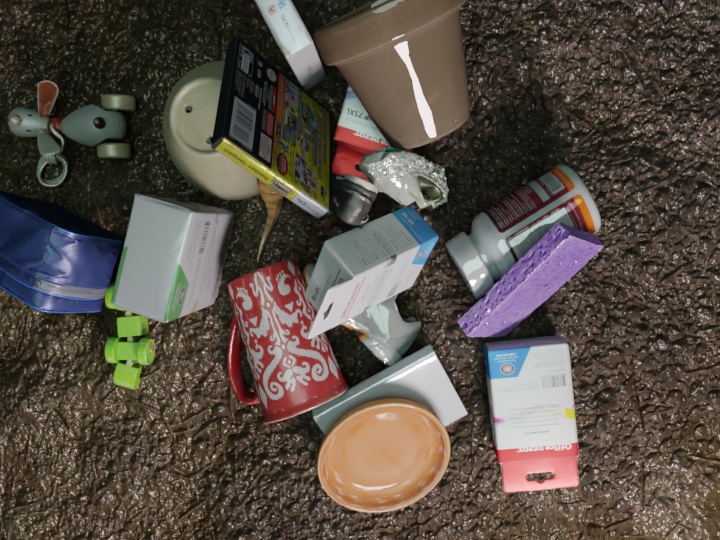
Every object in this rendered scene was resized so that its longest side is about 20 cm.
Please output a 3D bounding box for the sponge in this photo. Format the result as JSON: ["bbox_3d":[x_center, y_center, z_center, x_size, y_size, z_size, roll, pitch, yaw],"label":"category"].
[{"bbox_3d":[0.230,0.019,0.932,0.201,0.110,0.030,-50,56,29],"label":"sponge"}]

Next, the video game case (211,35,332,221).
[{"bbox_3d":[-0.108,-0.187,0.902,0.025,0.203,0.179,-31,133,32],"label":"video game case"}]

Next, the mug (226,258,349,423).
[{"bbox_3d":[-0.130,0.105,0.987,0.174,0.133,0.204,-20,89,3],"label":"mug"}]

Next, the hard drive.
[{"bbox_3d":[0.045,0.207,1.006,0.197,0.026,0.133,-29,118,4],"label":"hard drive"}]

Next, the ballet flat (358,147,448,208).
[{"bbox_3d":[0.071,-0.119,0.924,0.070,0.198,0.074,1,91,32],"label":"ballet flat"}]

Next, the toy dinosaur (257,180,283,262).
[{"bbox_3d":[-0.122,-0.115,0.993,0.105,0.202,0.061,-27,58,-23],"label":"toy dinosaur"}]

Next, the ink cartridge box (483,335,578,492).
[{"bbox_3d":[0.246,0.205,0.990,0.113,0.067,0.205,-6,93,5],"label":"ink cartridge box"}]

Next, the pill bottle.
[{"bbox_3d":[0.224,-0.052,0.961,0.198,0.110,0.111,-31,91,4],"label":"pill bottle"}]

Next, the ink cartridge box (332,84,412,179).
[{"bbox_3d":[0.032,-0.226,0.984,0.114,0.067,0.205,16,94,1],"label":"ink cartridge box"}]

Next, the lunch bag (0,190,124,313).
[{"bbox_3d":[-0.456,-0.019,0.981,0.197,0.135,0.135,24,94,25],"label":"lunch bag"}]

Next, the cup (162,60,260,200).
[{"bbox_3d":[-0.198,-0.204,0.963,0.195,0.143,0.206,0,94,4],"label":"cup"}]

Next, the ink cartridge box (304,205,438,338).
[{"bbox_3d":[0.000,0.000,0.920,0.198,0.117,0.067,-25,64,-35],"label":"ink cartridge box"}]

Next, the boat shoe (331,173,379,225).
[{"bbox_3d":[-0.015,-0.091,0.928,0.066,0.200,0.058,26,91,-4],"label":"boat shoe"}]

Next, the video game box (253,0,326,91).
[{"bbox_3d":[-0.113,-0.350,0.920,0.046,0.200,0.185,-27,92,3],"label":"video game box"}]

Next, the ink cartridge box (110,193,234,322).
[{"bbox_3d":[-0.251,-0.021,0.950,0.086,0.200,0.149,15,95,6],"label":"ink cartridge box"}]

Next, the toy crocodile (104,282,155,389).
[{"bbox_3d":[-0.344,0.078,1.037,0.066,0.062,0.205,1,89,4],"label":"toy crocodile"}]

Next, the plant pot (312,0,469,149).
[{"bbox_3d":[0.059,-0.258,0.870,0.197,0.201,0.177,-23,112,5],"label":"plant pot"}]

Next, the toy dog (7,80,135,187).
[{"bbox_3d":[-0.425,-0.210,1.000,0.196,0.096,0.135,-18,92,5],"label":"toy dog"}]

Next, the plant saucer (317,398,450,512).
[{"bbox_3d":[0.033,0.265,0.998,0.195,0.038,0.204,-5,118,-9],"label":"plant saucer"}]

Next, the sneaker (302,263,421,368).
[{"bbox_3d":[0.004,0.047,1.008,0.199,0.076,0.092,42,87,-7],"label":"sneaker"}]
